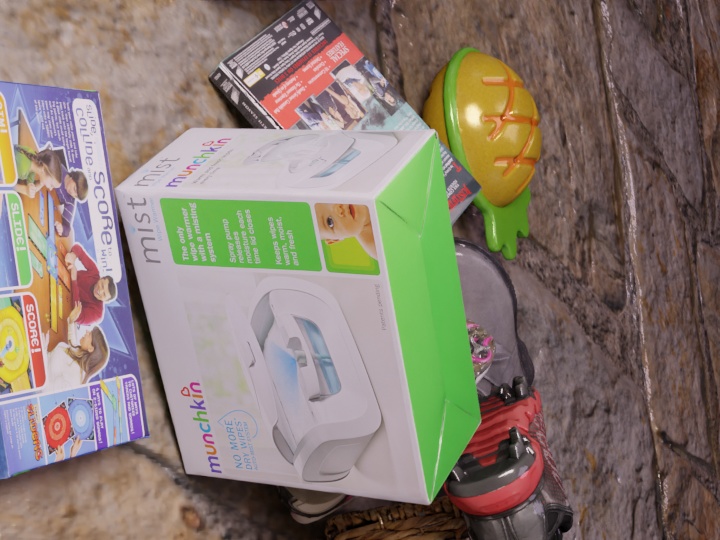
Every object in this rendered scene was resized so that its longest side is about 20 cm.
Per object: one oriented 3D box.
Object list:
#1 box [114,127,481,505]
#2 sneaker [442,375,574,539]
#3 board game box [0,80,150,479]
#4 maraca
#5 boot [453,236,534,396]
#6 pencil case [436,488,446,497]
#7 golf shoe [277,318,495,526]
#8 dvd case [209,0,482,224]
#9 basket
[{"bbox_3d":[-0.033,0.023,0.897,0.097,0.174,0.202,-48,135,-52],"label":"box"},{"bbox_3d":[0.097,0.136,0.984,0.201,0.070,0.099,-71,139,-75],"label":"sneaker"},{"bbox_3d":[-0.175,0.002,0.802,0.135,0.034,0.203,-6,87,-66],"label":"board game box"},{"bbox_3d":[0.120,-0.109,1.391,0.137,0.106,0.202,-49,126,-50],"label":"maraca"},{"bbox_3d":[0.101,0.080,1.341,0.201,0.069,0.132,61,36,-29],"label":"boot"},{"bbox_3d":[0.090,0.168,1.254,0.200,0.090,0.084,51,43,-47],"label":"pencil case"},{"bbox_3d":[0.016,0.105,1.074,0.199,0.072,0.093,-32,145,-27],"label":"golf shoe"},{"bbox_3d":[-0.006,-0.099,1.096,0.200,0.022,0.146,46,38,-4],"label":"dvd case"},{"bbox_3d":[0.060,0.241,1.096,0.200,0.141,0.151,8,71,-67],"label":"basket"}]
